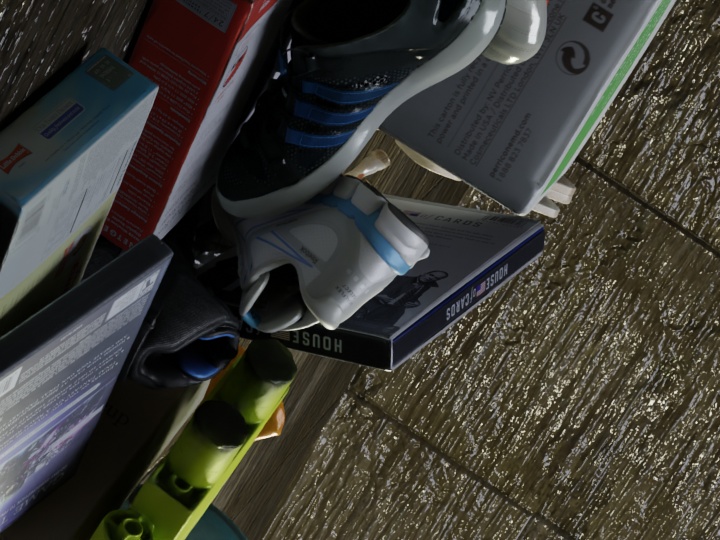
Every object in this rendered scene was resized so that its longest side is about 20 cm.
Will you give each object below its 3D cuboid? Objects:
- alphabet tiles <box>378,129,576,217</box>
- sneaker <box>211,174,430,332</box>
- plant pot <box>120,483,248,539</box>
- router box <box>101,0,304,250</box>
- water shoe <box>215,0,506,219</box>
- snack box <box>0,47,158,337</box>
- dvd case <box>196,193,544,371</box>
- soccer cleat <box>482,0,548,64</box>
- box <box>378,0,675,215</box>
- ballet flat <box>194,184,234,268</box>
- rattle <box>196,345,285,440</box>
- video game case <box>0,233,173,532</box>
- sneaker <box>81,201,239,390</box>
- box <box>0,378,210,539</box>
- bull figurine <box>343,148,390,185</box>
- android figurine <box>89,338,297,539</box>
[{"bbox_3d":[0.049,-0.097,1.600,0.015,0.199,0.196,-62,-148,14],"label":"alphabet tiles"},{"bbox_3d":[-0.046,-0.009,1.316,0.087,0.075,0.200,-50,-157,-13],"label":"sneaker"},{"bbox_3d":[-0.183,0.237,1.595,0.201,0.199,0.188,-58,159,3],"label":"plant pot"},{"bbox_3d":[-0.063,-0.127,1.274,0.200,0.049,0.180,-51,172,-50],"label":"router box"},{"bbox_3d":[-0.018,-0.107,1.234,0.200,0.079,0.072,-39,-139,24],"label":"water shoe"},{"bbox_3d":[-0.165,0.000,1.133,0.116,0.037,0.201,-48,170,-47],"label":"snack box"},{"bbox_3d":[0.000,0.000,1.409,0.200,0.149,0.025,-33,128,-55],"label":"dvd case"},{"bbox_3d":[0.036,-0.191,1.241,0.069,0.201,0.078,-9,-157,37],"label":"soccer cleat"},{"bbox_3d":[0.085,-0.177,1.516,0.200,0.199,0.171,-59,176,17],"label":"box"},{"bbox_3d":[-0.070,-0.056,1.497,0.200,0.066,0.057,-41,145,-45],"label":"ballet flat"},{"bbox_3d":[-0.084,0.034,1.565,0.200,0.142,0.131,13,91,-78],"label":"rattle"},{"bbox_3d":[-0.169,0.079,1.179,0.143,0.019,0.200,-38,165,-40],"label":"video game case"},{"bbox_3d":[-0.105,0.007,1.317,0.073,0.111,0.200,-59,174,30],"label":"sneaker"},{"bbox_3d":[-0.169,0.097,1.360,0.200,0.095,0.078,-55,175,-37],"label":"box"},{"bbox_3d":[-0.043,-0.047,1.615,0.121,0.065,0.200,-38,-179,-16],"label":"bull figurine"},{"bbox_3d":[-0.104,0.123,1.331,0.200,0.041,0.182,-54,179,43],"label":"android figurine"}]
